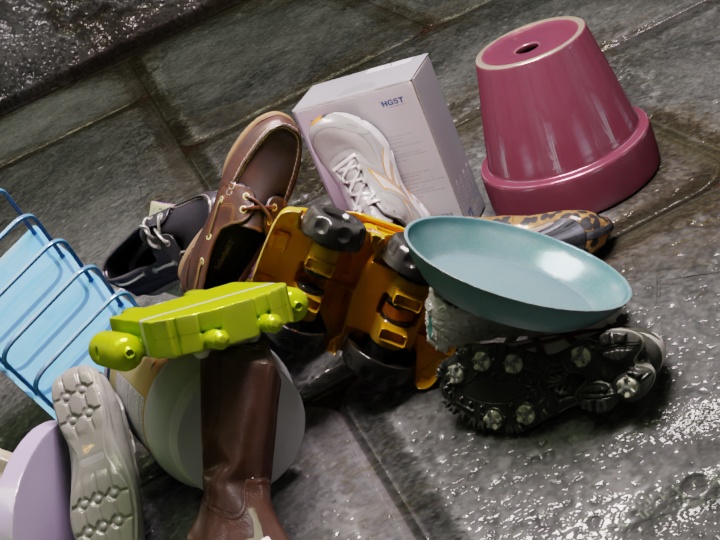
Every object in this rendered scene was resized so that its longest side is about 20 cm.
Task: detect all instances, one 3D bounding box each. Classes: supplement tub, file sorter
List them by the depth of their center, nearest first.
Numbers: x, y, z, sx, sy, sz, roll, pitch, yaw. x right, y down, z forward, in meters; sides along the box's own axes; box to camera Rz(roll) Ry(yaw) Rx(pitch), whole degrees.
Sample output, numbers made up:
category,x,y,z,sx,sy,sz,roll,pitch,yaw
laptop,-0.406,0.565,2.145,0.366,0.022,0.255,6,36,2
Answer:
category,x,y,z,sx,sy,sz,roll,pitch,yaw
supplement tub,-0.147,0.118,1.120,0.144,0.145,0.200,-32,26,-18
file sorter,-0.328,0.035,1.203,0.200,0.123,0.139,36,74,20

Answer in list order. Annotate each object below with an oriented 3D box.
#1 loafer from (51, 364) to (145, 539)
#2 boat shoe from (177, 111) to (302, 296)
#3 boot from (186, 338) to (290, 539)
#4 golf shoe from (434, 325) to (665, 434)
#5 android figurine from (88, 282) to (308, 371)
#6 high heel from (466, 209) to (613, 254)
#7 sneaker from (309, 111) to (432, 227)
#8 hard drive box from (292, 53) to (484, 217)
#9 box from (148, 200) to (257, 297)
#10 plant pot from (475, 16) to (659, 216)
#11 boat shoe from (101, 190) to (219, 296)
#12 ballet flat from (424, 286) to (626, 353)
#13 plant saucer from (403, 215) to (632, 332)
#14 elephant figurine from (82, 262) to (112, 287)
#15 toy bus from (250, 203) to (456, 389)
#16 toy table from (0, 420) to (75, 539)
category,x,y,z,sx,sy,sz,roll,pitch,yaw
loafer,-0.226,0.182,1.071,0.070,0.070,0.201,-19,69,10
boat shoe,-0.106,-0.049,1.119,0.201,0.070,0.070,-64,25,14
boot,-0.074,0.153,0.932,0.186,0.201,0.064,1,-8,45
golf shoe,0.162,0.089,1.013,0.199,0.078,0.088,-9,4,31
android figurine,-0.131,0.043,0.998,0.181,0.041,0.200,-16,9,-29
high heel,0.165,-0.031,1.264,0.142,0.072,0.200,-14,10,-25
sneaker,0.012,-0.084,1.312,0.076,0.200,0.092,-33,17,25
hard drive box,0.035,-0.129,1.384,0.155,0.201,0.077,-10,28,26
box,-0.115,-0.009,1.300,0.175,0.097,0.200,8,3,-38
plant pot,0.217,-0.176,1.342,0.199,0.180,0.200,-19,25,9
boat shoe,-0.199,-0.025,1.213,0.062,0.073,0.200,7,-25,-36
ballet flat,0.144,0.045,1.076,0.199,0.072,0.072,2,16,-22
plant saucer,0.129,0.006,1.017,0.199,0.036,0.200,13,20,-5
elephant figurine,-0.327,0.048,1.343,0.141,0.201,0.155,-12,24,36
toy bus,0.000,0.000,1.160,0.199,0.136,0.192,20,20,-7
toy table,-0.325,0.211,1.083,0.116,0.185,0.200,-5,2,8
